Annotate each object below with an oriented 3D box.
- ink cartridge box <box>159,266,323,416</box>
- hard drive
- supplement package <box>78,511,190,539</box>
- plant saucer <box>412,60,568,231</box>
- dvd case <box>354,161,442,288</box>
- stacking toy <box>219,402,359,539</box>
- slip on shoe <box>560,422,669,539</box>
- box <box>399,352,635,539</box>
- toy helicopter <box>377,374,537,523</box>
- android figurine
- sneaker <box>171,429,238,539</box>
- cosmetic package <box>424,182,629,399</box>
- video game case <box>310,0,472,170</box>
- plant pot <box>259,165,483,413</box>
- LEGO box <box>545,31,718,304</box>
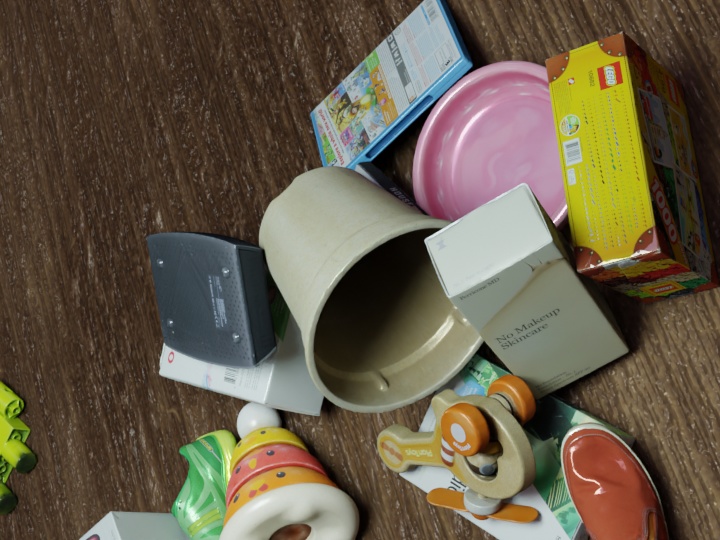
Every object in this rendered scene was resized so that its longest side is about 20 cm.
[{"bbox_3d":[-0.119,0.065,1.408,0.200,0.087,0.146,8,84,46],"label":"ink cartridge box"},{"bbox_3d":[-0.151,0.025,1.317,0.200,0.042,0.135,6,107,56],"label":"hard drive"},{"bbox_3d":[-0.211,0.371,1.378,0.111,0.156,0.200,-42,58,22],"label":"supplement package"},{"bbox_3d":[0.146,-0.105,1.287,0.200,0.051,0.201,-9,75,36],"label":"plant saucer"},{"bbox_3d":[0.039,0.005,1.327,0.200,0.025,0.151,44,128,35],"label":"dvd case"},{"bbox_3d":[-0.095,0.215,1.365,0.146,0.146,0.200,-47,40,19],"label":"stacking toy"},{"bbox_3d":[0.227,0.225,1.118,0.074,0.061,0.200,-22,76,13],"label":"slip on shoe"},{"bbox_3d":[0.143,0.177,1.232,0.200,0.036,0.145,27,96,36],"label":"box"},{"bbox_3d":[0.088,0.174,1.208,0.200,0.079,0.133,-10,103,53],"label":"toy helicopter"},{"bbox_3d":[-0.503,0.228,1.709,0.200,0.041,0.182,34,101,35],"label":"android figurine"},{"bbox_3d":[-0.159,0.274,1.405,0.083,0.074,0.200,-12,62,7],"label":"sneaker"},{"bbox_3d":[0.150,0.023,1.143,0.103,0.200,0.073,-30,49,13],"label":"cosmetic package"},{"bbox_3d":[0.028,-0.191,1.386,0.200,0.018,0.143,-42,36,22],"label":"video game case"},{"bbox_3d":[0.000,0.000,1.227,0.201,0.200,0.184,-57,41,12],"label":"plant pot"},{"bbox_3d":[0.240,-0.085,1.147,0.077,0.149,0.201,-16,70,30],"label":"LEGO box"}]
